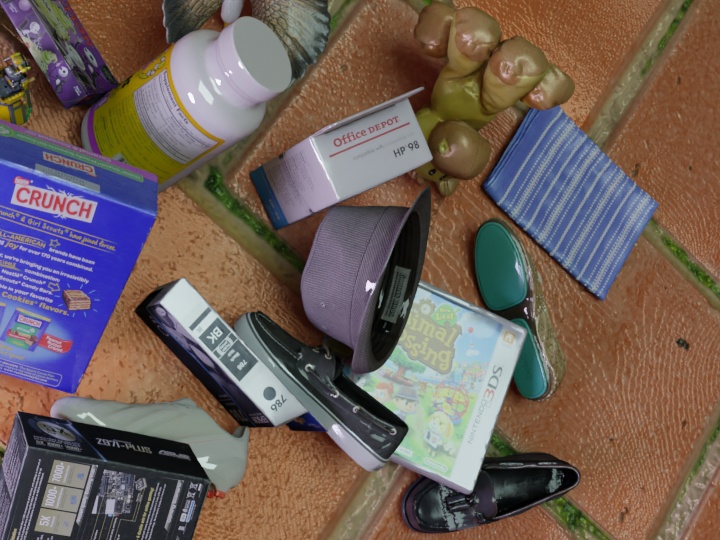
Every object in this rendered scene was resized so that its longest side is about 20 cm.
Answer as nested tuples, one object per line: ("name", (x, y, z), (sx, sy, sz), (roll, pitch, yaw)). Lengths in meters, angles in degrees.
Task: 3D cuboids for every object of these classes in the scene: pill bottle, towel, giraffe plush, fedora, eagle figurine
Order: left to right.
("pill bottle", (-0.156, -0.149, 1.201), (0.104, 0.199, 0.105), (31, 45, -38))
("eagle figurine", (-0.111, -0.284, 1.285), (0.149, 0.201, 0.152), (-13, 131, 4))
("fedora", (0.000, 0.000, 1.264), (0.089, 0.201, 0.178), (19, 59, 13))
("giraffe plush", (0.099, -0.164, 1.370), (0.171, 0.200, 0.164), (30, 88, -14))
("towel", (0.239, -0.084, 1.495), (0.200, 0.024, 0.146), (41, 68, -15))

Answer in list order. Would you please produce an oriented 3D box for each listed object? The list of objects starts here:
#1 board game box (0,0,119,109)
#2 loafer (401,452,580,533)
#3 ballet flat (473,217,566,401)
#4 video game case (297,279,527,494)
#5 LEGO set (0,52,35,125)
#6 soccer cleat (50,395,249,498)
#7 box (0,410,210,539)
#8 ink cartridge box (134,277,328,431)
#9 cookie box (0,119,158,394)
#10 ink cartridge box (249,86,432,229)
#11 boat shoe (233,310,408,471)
("board game box", (-0.295, -0.243, 1.207), (0.032, 0.120, 0.201), (-30, 98, 5))
("loafer", (0.138, 0.226, 1.375), (0.197, 0.063, 0.073), (-9, 87, -27))
("ballet flat", (0.173, 0.040, 1.431), (0.065, 0.070, 0.203), (-15, 92, -54))
("video game case", (0.054, 0.103, 1.351), (0.198, 0.022, 0.184), (24, 72, -6))
("LEGO set", (-0.372, -0.196, 1.124), (0.152, 0.116, 0.201), (-23, 65, -19))
("soccer cleat", (-0.192, 0.147, 1.226), (0.198, 0.069, 0.079), (27, 69, -28))
("box", (-0.238, 0.242, 1.139), (0.162, 0.086, 0.203), (13, 99, -24))
("ink cartridge box", (-0.123, 0.094, 1.247), (0.200, 0.099, 0.039), (47, 68, -11))
("cookie box", (-0.285, -0.012, 1.134), (0.169, 0.076, 0.201), (19, 118, -22))
("ink cartridge box", (-0.013, -0.104, 1.274), (0.115, 0.199, 0.067), (-25, 93, -26))
("boat shoe", (-0.036, 0.105, 1.276), (0.200, 0.069, 0.057), (45, 101, 0))
